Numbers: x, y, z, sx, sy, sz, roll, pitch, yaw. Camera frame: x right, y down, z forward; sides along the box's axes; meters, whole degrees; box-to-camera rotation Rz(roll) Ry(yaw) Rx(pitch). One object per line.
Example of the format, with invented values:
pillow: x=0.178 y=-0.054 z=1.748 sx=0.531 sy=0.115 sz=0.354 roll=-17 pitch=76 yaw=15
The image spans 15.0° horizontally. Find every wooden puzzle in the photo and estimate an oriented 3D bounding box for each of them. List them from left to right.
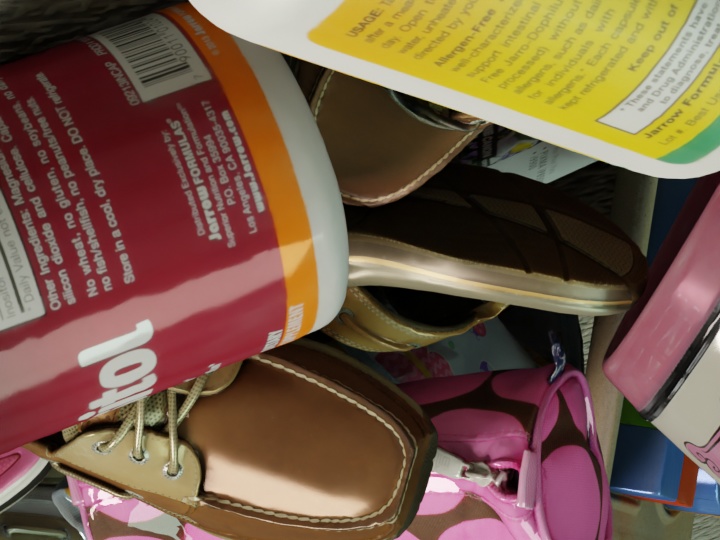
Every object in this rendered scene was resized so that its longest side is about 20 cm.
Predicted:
wooden puzzle: x=0.141 y=0.033 z=1.190 sx=0.046 sy=0.185 sz=0.200 roll=7 pitch=173 yaw=19

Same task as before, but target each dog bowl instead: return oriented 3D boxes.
dog bowl: x=0.154 y=-0.019 z=0.941 sx=0.200 sy=0.074 sz=0.200 roll=-61 pitch=177 yaw=-5

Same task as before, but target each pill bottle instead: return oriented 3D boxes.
pill bottle: x=-0.114 y=-0.002 z=0.838 sx=0.200 sy=0.113 sz=0.113 roll=-21 pitch=161 yaw=-16
pill bottle: x=0.020 y=-0.100 z=0.689 sx=0.200 sy=0.113 sz=0.113 roll=16 pitch=139 yaw=-29

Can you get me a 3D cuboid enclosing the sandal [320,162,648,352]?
sandal: x=0.000 y=0.000 z=0.949 sx=0.200 sy=0.054 sz=0.080 roll=2 pitch=-153 yaw=9

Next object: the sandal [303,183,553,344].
sandal: x=-0.005 y=-0.019 z=1.033 sx=0.200 sy=0.075 sz=0.048 roll=-21 pitch=136 yaw=-39

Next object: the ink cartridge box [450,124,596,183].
ink cartridge box: x=0.115 y=-0.094 z=0.997 sx=0.200 sy=0.050 sz=0.109 roll=-23 pitch=161 yaw=-8

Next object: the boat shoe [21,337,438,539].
boat shoe: x=-0.075 y=0.047 z=0.925 sx=0.200 sy=0.076 sz=0.074 roll=15 pitch=-179 yaw=22

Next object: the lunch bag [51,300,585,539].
lunch bag: x=0.000 y=0.068 z=1.153 sx=0.170 sy=0.127 sz=0.200 roll=-36 pitch=180 yaw=27

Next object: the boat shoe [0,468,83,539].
boat shoe: x=-0.166 y=0.124 z=1.171 sx=0.200 sy=0.068 sz=0.075 roll=-5 pitch=152 yaw=-47

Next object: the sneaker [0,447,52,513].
sneaker: x=-0.191 y=0.089 z=1.045 sx=0.200 sy=0.074 sz=0.087 roll=-27 pitch=162 yaw=17

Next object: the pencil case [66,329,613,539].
pencil case: x=-0.012 y=0.073 z=0.995 sx=0.200 sy=0.091 sz=0.094 roll=-5 pitch=-174 yaw=23

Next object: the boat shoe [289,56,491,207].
boat shoe: x=0.024 y=-0.078 z=0.857 sx=0.072 sy=0.068 sz=0.200 roll=18 pitch=137 yaw=-12
